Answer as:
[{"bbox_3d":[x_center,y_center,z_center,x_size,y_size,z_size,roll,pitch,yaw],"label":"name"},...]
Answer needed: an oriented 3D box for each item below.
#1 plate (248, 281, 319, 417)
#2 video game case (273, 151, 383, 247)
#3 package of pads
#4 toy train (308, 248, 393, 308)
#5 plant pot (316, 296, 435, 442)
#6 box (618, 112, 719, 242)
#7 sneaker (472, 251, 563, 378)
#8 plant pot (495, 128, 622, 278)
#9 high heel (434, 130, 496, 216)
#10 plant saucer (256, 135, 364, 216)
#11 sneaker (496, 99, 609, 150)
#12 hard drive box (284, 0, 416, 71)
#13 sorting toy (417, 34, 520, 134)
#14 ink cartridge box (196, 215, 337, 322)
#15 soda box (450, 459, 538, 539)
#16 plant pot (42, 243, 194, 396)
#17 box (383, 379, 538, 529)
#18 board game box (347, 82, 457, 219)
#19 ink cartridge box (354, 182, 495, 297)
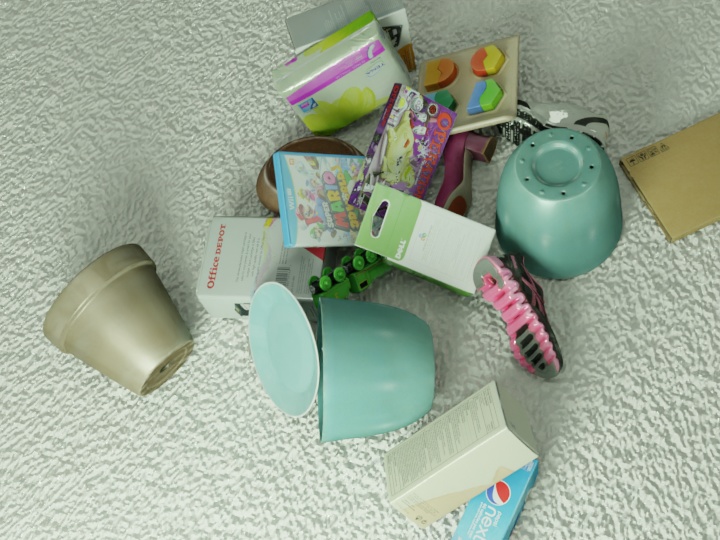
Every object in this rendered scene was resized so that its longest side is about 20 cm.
[{"bbox_3d":[-0.107,0.114,1.412,0.025,0.202,0.201,-12,54,-35],"label":"plate"},{"bbox_3d":[-0.042,-0.109,1.492,0.018,0.197,0.146,-16,79,51],"label":"video game case"},{"bbox_3d":[-0.026,-0.318,1.601,0.198,0.154,0.069,-28,56,14],"label":"package of pads"},{"bbox_3d":[0.000,0.000,1.471,0.199,0.057,0.041,-31,19,-36],"label":"toy train"},{"bbox_3d":[0.020,0.138,1.360,0.158,0.202,0.204,-1,62,-5],"label":"plant pot"},{"bbox_3d":[0.530,-0.149,1.494,0.197,0.021,0.165,-24,62,-2],"label":"box"},{"bbox_3d":[0.250,0.058,1.411,0.095,0.079,0.202,-21,80,-41],"label":"sneaker"},{"bbox_3d":[0.297,-0.115,1.442,0.196,0.162,0.204,-5,62,10],"label":"plant pot"},{"bbox_3d":[0.140,-0.144,1.557,0.095,0.068,0.202,17,65,36],"label":"high heel"},{"bbox_3d":[-0.078,-0.162,1.582,0.196,0.035,0.202,-3,45,3],"label":"plant saucer"},{"bbox_3d":[0.312,-0.240,1.566,0.197,0.074,0.080,22,53,17],"label":"sneaker"},{"bbox_3d":[-0.014,-0.388,1.648,0.197,0.156,0.078,-20,60,1],"label":"hard drive box"},{"bbox_3d":[0.173,-0.308,1.595,0.182,0.037,0.203,-10,51,27],"label":"sorting toy"},{"bbox_3d":[-0.145,-0.004,1.521,0.196,0.083,0.148,2,64,12],"label":"ink cartridge box"},{"bbox_3d":[0.173,0.340,1.293,0.063,0.068,0.202,23,70,21],"label":"soda box"},{"bbox_3d":[-0.354,0.090,1.471,0.173,0.200,0.200,43,77,11],"label":"plant pot"},{"bbox_3d":[0.131,0.247,1.285,0.199,0.078,0.096,-36,31,21],"label":"box"},{"bbox_3d":[0.067,-0.177,1.512,0.032,0.119,0.203,25,95,53],"label":"board game box"},{"bbox_3d":[0.095,-0.046,1.457,0.197,0.059,0.106,21,83,-3],"label":"ink cartridge box"}]
